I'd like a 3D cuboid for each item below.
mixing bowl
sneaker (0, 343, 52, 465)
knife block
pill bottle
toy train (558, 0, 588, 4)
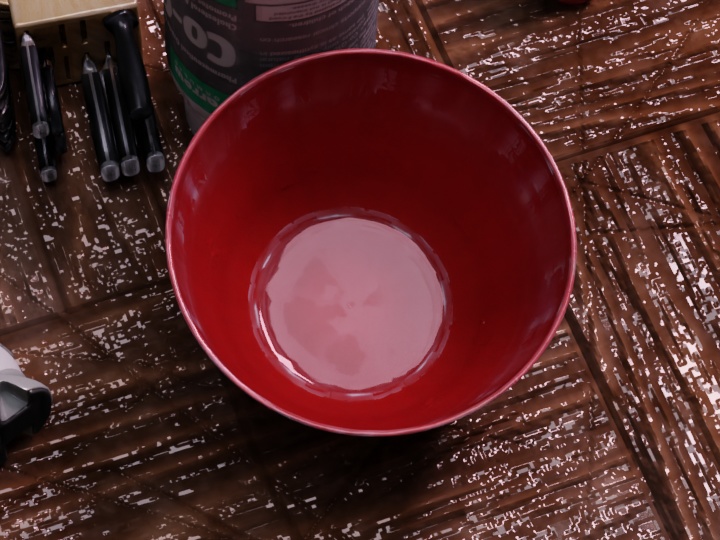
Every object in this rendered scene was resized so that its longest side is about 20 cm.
[{"bbox_3d":[0.000,0.000,1.093,0.200,0.108,0.200,2,71,-6],"label":"mixing bowl"},{"bbox_3d":[-0.255,0.093,1.062,0.200,0.074,0.089,-36,68,-30],"label":"sneaker"},{"bbox_3d":[-0.148,-0.149,1.203,0.176,0.064,0.200,30,63,12],"label":"knife block"},{"bbox_3d":[-0.046,-0.140,1.124,0.113,0.200,0.113,1,61,-2],"label":"pill bottle"},{"bbox_3d":[0.130,-0.255,1.271,0.116,0.085,0.200,28,63,27],"label":"toy train"}]
